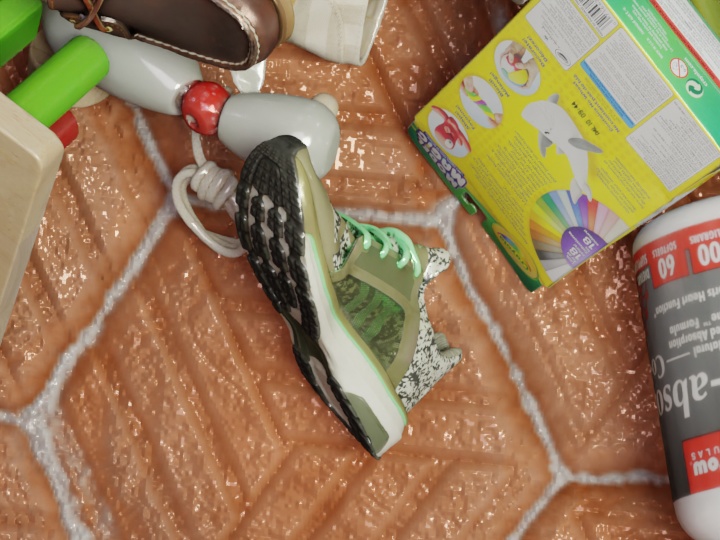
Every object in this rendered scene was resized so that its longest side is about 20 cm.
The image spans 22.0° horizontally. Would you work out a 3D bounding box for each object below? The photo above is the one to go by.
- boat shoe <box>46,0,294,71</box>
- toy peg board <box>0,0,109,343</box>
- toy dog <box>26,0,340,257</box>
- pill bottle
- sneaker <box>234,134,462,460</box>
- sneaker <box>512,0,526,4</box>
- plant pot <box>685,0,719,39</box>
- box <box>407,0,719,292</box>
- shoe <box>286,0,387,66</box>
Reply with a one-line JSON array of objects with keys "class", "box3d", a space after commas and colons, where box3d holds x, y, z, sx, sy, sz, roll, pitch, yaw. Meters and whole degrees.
[{"class": "boat shoe", "box3d": [-0.128, -0.145, 0.878, 0.199, 0.071, 0.070, 29, 52, 15]}, {"class": "toy peg board", "box3d": [-0.230, -0.081, 0.959, 0.199, 0.200, 0.098, 37, 51, 6]}, {"class": "toy dog", "box3d": [-0.089, -0.117, 0.967, 0.200, 0.132, 0.096, 41, 54, 0]}, {"class": "pill bottle", "box3d": [0.203, 0.069, 0.903, 0.114, 0.116, 0.202, -9, 76, 6]}, {"class": "sneaker", "box3d": [0.000, 0.000, 0.935, 0.088, 0.201, 0.077, -35, 45, -16]}, {"class": "sneaker", "box3d": [0.079, -0.181, 0.893, 0.080, 0.200, 0.071, -41, 99, 7]}, {"class": "plant pot", "box3d": [0.200, -0.241, 0.874, 0.199, 0.199, 0.182, -30, 50, 5]}, {"class": "box", "box3d": [0.104, -0.070, 0.912, 0.048, 0.200, 0.118, -37, 89, -33]}, {"class": "shoe", "box3d": [0.018, -0.201, 0.965, 0.053, 0.070, 0.202, 30, 102, 18]}]
